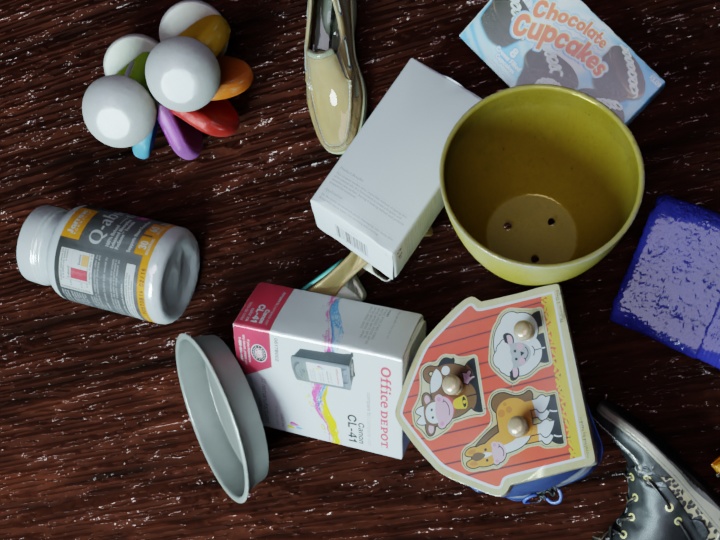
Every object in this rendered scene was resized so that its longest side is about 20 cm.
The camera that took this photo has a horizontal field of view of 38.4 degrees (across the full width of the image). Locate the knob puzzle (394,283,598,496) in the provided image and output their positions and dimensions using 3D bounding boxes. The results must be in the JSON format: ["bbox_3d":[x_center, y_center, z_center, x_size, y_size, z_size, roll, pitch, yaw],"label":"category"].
[{"bbox_3d":[0.119,0.121,1.019,0.216,0.030,0.224,-9,72,28],"label":"knob puzzle"}]

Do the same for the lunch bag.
[{"bbox_3d":[0.167,0.145,1.079,0.134,0.132,0.203,-24,66,22],"label":"lunch bag"}]

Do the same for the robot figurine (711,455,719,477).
[{"bbox_3d":[0.456,0.246,1.037,0.144,0.058,0.201,-38,81,4],"label":"robot figurine"}]

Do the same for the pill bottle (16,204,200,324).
[{"bbox_3d":[-0.301,-0.013,1.237,0.196,0.116,0.119,13,96,16],"label":"pill bottle"}]

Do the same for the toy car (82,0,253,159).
[{"bbox_3d":[-0.215,-0.202,1.197,0.197,0.176,0.151,-25,122,16],"label":"toy car"}]

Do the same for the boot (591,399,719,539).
[{"bbox_3d":[0.286,0.253,1.092,0.200,0.073,0.151,43,103,5],"label":"boot"}]

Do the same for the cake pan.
[{"bbox_3d":[-0.157,0.162,1.177,0.036,0.200,0.204,-19,85,-23],"label":"cake pan"}]

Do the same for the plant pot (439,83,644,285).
[{"bbox_3d":[0.180,-0.065,1.057,0.196,0.143,0.204,-2,65,5],"label":"plant pot"}]

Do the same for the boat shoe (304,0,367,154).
[{"bbox_3d":[-0.038,-0.234,1.166,0.070,0.076,0.204,-6,91,17],"label":"boat shoe"}]

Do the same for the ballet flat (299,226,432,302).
[{"bbox_3d":[0.000,0.000,1.170,0.200,0.069,0.063,-43,85,15],"label":"ballet flat"}]

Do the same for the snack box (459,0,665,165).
[{"bbox_3d":[0.215,-0.225,1.108,0.200,0.037,0.116,47,104,10],"label":"snack box"}]

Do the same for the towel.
[{"bbox_3d":[0.373,0.024,1.069,0.197,0.049,0.150,24,92,15],"label":"towel"}]

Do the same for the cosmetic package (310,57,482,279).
[{"bbox_3d":[0.047,-0.111,1.107,0.112,0.081,0.201,34,76,14],"label":"cosmetic package"}]

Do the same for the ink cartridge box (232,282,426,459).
[{"bbox_3d":[-0.033,0.110,1.146,0.196,0.086,0.150,11,126,18],"label":"ink cartridge box"}]
